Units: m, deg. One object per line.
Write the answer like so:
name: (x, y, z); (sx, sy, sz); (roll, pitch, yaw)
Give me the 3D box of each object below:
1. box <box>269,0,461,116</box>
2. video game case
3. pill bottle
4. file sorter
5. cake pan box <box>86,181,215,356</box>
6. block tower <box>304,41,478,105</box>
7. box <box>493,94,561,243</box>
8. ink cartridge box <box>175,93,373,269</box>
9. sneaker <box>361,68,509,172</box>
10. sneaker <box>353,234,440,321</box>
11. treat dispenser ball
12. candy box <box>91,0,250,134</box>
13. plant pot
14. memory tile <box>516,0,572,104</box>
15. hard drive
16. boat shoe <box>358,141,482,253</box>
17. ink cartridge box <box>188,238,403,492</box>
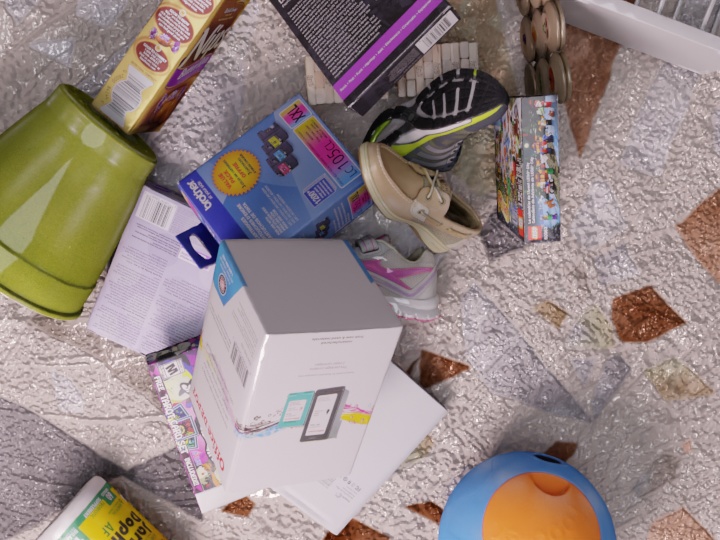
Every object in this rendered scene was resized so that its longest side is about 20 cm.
box: (-0.005, -0.281, 1.003); (0.143, 0.036, 0.201); (-42, 63, 15)
video game case: (-0.131, 0.159, 1.103); (0.178, 0.036, 0.203); (-19, 111, -10)
pill bottle: (-0.282, 0.354, 1.146); (0.113, 0.113, 0.200); (-44, 95, 9)
file sorter: (0.307, -0.300, 0.988); (0.197, 0.139, 0.127); (21, 97, -1)
cake pan box: (-0.202, 0.018, 1.114); (0.197, 0.052, 0.187); (23, 98, -1)
block tower: (0.040, -0.218, 1.057); (0.196, 0.054, 0.059); (-3, 101, 3)
box: (0.170, -0.111, 0.995); (0.037, 0.200, 0.139); (-3, 99, 1)
ink cartridge box: (-0.101, -0.072, 1.030); (0.199, 0.077, 0.137); (-39, 70, -7)
sneaker: (0.088, -0.151, 1.022); (0.080, 0.198, 0.075); (27, 65, -32)
sneaker: (0.000, 0.000, 1.084); (0.196, 0.081, 0.090); (8, 94, -16)
treat dispenser ball: (0.185, 0.306, 1.068); (0.197, 0.201, 0.205); (1, 100, 3)
candy box: (-0.197, -0.243, 1.033); (0.056, 0.117, 0.201); (36, 101, -3)
plant pot: (-0.326, -0.087, 1.032); (0.200, 0.200, 0.194); (40, 96, -4)
memory tile: (0.183, -0.271, 0.991); (0.016, 0.153, 0.204); (-9, 98, -1)
hard drive: (-0.008, 0.198, 1.117); (0.132, 0.026, 0.200); (41, 92, -25)
boat shoe: (0.066, -0.083, 1.020); (0.064, 0.200, 0.073); (-19, 56, 26)
ink cartridge box: (-0.073, 0.092, 0.961); (0.144, 0.147, 0.202); (-2, 127, -28)
